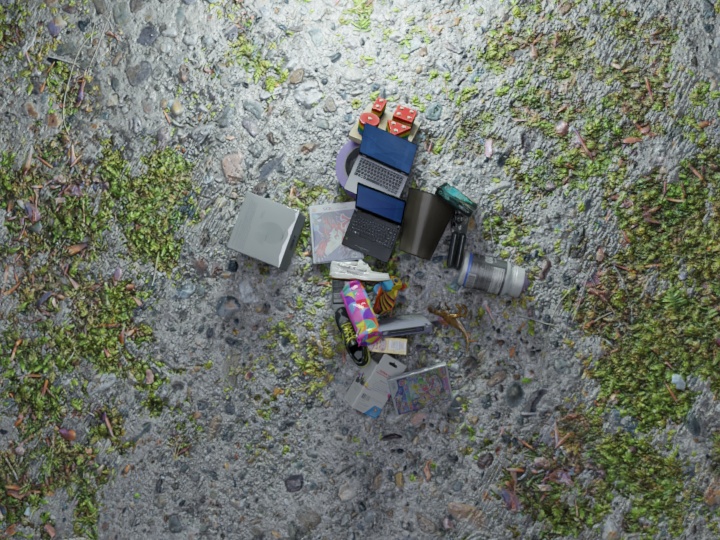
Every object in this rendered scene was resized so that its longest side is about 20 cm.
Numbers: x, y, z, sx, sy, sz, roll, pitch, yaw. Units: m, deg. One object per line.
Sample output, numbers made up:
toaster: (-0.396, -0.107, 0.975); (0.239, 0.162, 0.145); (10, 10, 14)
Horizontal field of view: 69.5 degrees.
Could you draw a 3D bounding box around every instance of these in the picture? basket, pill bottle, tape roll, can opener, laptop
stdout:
basket: (0.207, -0.147, 1.712); (0.177, 0.136, 0.204); (19, 92, -20)
pill bottle: (0.424, 0.016, 1.686); (0.196, 0.114, 0.116); (14, 87, 6)
tape roll: (0.016, -0.346, 1.771); (0.195, 0.085, 0.205); (0, 86, 7)
can opener: (0.325, -0.109, 1.743); (0.052, 0.067, 0.205); (9, 98, -5)
laptop: (0.041, -0.155, 1.701); (0.174, 0.103, 0.204); (22, 89, 12)
pill bottle: (-0.040, 0.077, 1.727); (0.113, 0.116, 0.205); (-2, 86, 5)
laptop: (0.061, -0.329, 1.665); (0.184, 0.116, 0.203); (25, 88, 8)

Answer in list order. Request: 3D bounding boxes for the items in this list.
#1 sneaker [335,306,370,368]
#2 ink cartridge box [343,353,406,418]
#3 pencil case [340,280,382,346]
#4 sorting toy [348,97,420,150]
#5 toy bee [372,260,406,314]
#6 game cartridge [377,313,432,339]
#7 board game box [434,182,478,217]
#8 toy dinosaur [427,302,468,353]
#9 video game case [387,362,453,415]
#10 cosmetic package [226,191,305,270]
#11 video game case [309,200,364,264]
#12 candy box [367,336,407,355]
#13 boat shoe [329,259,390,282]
sneaker: (-0.022, 0.204, 1.614); (0.073, 0.085, 0.203); (-27, 80, 1)
ink cartridge box: (0.050, 0.364, 1.694); (0.114, 0.068, 0.202); (33, 89, -31)
pencil case: (0.000, 0.132, 1.590); (0.087, 0.089, 0.203); (-24, 59, 4)
sorting toy: (0.087, -0.486, 1.730); (0.197, 0.070, 0.201); (22, 52, 6)
toy bee: (0.104, 0.058, 1.720); (0.107, 0.131, 0.204); (19, 76, -17)
game cartridge: (0.121, 0.181, 1.680); (0.195, 0.130, 0.039); (-7, 98, -8)
board game box: (0.314, -0.230, 1.676); (0.134, 0.200, 0.028); (36, 110, 6)
toy dinosaur: (0.315, 0.167, 1.723); (0.199, 0.060, 0.107); (41, 114, 13)
video game case: (0.196, 0.386, 1.687); (0.196, 0.018, 0.146); (-15, 113, 0)
cosmetic package: (-0.317, -0.131, 1.768); (0.196, 0.123, 0.203); (21, 88, 6)
video game case: (-0.083, -0.131, 1.794); (0.178, 0.023, 0.205); (-6, 85, 5)
candy box: (0.057, 0.241, 1.702); (0.195, 0.117, 0.058); (3, 82, 6)
boat shoe: (0.000, 0.000, 1.646); (0.195, 0.071, 0.071); (5, 82, -9)
